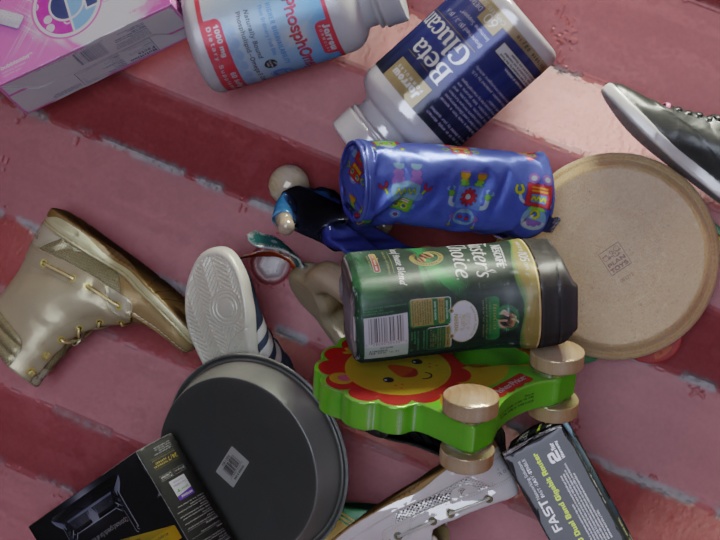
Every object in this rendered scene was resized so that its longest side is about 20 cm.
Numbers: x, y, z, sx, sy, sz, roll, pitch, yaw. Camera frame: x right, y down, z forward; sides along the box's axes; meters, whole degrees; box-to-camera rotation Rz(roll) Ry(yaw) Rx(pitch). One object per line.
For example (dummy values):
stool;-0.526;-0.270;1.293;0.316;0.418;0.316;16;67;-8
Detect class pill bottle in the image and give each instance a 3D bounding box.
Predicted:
pill bottle;0.074;-0.173;1.696;0.200;0.111;0.111;-42;85;7
pill bottle;-0.060;-0.246;1.717;0.199;0.109;0.109;-16;88;9

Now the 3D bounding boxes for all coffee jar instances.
coffee jar;0.085;0.024;1.578;0.199;0.104;0.086;-4;112;-7

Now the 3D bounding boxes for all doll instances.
doll;-0.016;-0.043;1.706;0.200;0.136;0.049;34;116;38

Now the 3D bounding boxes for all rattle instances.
rattle;0.000;0.000;1.732;0.143;0.130;0.200;-46;57;-5

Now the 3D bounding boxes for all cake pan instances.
cake pan;-0.106;0.178;1.686;0.200;0.037;0.201;7;105;28

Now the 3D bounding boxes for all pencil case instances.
pencil case;0.079;-0.072;1.650;0.199;0.078;0.087;4;108;-18

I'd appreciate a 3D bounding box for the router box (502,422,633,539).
router box;0.205;0.233;1.659;0.062;0.150;0.200;-30;86;7

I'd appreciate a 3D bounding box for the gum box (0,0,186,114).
gum box;-0.261;-0.249;1.750;0.200;0.066;0.114;-23;65;8

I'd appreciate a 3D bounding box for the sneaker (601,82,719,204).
sneaker;0.322;-0.134;1.684;0.200;0.071;0.099;37;93;1

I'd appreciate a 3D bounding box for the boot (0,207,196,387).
boot;-0.263;0.055;1.767;0.200;0.073;0.156;37;95;8

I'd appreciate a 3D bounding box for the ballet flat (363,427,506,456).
ballet flat;0.068;0.145;1.666;0.066;0.200;0.057;-41;50;29

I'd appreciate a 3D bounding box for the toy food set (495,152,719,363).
toy food set;0.238;-0.009;1.705;0.198;0.049;0.200;41;95;6

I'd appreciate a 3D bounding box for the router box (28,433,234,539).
router box;-0.209;0.265;1.721;0.200;0.052;0.158;-35;84;41

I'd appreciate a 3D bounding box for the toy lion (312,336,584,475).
toy lion;0.067;0.096;1.584;0.191;0.200;0.069;22;120;36

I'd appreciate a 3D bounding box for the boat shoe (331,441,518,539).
boat shoe;0.054;0.229;1.652;0.200;0.071;0.069;-34;88;23

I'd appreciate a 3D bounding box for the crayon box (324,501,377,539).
crayon box;-0.017;0.322;1.738;0.172;0.058;0.201;3;90;8

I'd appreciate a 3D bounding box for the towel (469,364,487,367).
towel;0.101;0.058;1.672;0.200;0.018;0.086;-41;127;10

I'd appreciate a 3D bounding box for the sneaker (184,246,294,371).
sneaker;-0.106;0.072;1.734;0.075;0.084;0.201;-8;97;29
